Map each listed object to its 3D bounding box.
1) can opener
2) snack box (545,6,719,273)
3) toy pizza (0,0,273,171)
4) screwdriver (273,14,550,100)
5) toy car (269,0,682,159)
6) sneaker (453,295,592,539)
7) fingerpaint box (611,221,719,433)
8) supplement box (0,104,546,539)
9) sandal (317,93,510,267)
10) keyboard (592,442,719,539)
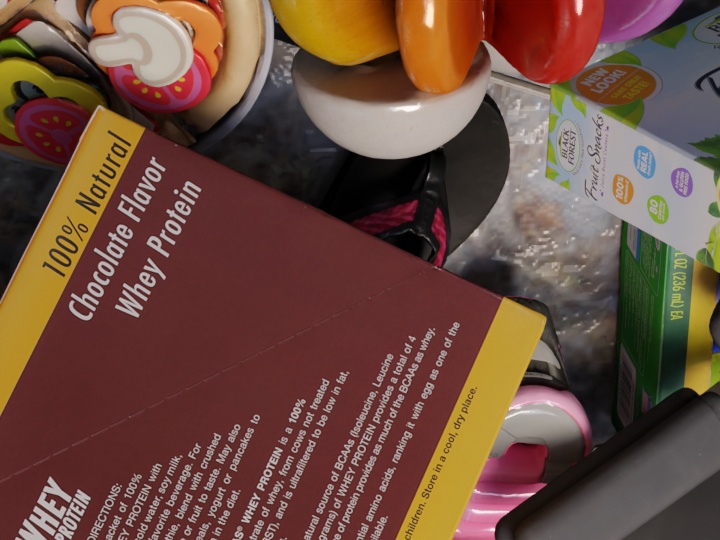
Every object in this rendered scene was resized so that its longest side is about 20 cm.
[{"bbox_3d":[0.139,0.059,1.202,0.200,0.053,0.067,-34,99,-13],"label":"can opener"},{"bbox_3d":[0.198,-0.066,1.152,0.200,0.142,0.053,-26,130,-35],"label":"snack box"},{"bbox_3d":[-0.134,-0.109,1.097,0.200,0.032,0.201,10,136,10],"label":"toy pizza"},{"bbox_3d":[0.027,-0.092,1.201,0.200,0.028,0.029,21,85,-21],"label":"screwdriver"},{"bbox_3d":[0.063,-0.140,1.089,0.200,0.150,0.175,-34,131,-38],"label":"toy car"},{"bbox_3d":[0.058,0.085,1.294,0.079,0.096,0.200,3,145,-16],"label":"sneaker"},{"bbox_3d":[0.212,0.001,1.282,0.166,0.073,0.200,-6,122,-11],"label":"fingerpaint box"},{"bbox_3d":[-0.062,0.077,1.097,0.200,0.133,0.198,25,72,0],"label":"supplement box"},{"bbox_3d":[0.000,0.000,1.243,0.075,0.045,0.200,35,107,-29],"label":"sandal"},{"bbox_3d":[0.209,0.126,1.276,0.199,0.021,0.127,-10,90,-8],"label":"keyboard"}]
